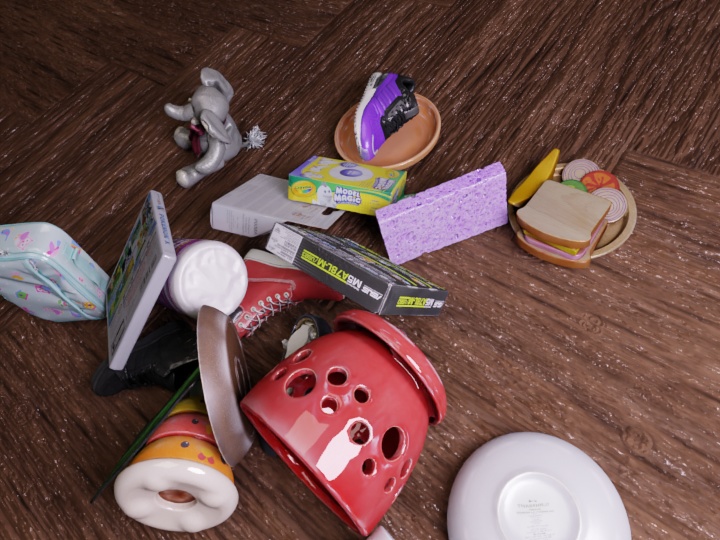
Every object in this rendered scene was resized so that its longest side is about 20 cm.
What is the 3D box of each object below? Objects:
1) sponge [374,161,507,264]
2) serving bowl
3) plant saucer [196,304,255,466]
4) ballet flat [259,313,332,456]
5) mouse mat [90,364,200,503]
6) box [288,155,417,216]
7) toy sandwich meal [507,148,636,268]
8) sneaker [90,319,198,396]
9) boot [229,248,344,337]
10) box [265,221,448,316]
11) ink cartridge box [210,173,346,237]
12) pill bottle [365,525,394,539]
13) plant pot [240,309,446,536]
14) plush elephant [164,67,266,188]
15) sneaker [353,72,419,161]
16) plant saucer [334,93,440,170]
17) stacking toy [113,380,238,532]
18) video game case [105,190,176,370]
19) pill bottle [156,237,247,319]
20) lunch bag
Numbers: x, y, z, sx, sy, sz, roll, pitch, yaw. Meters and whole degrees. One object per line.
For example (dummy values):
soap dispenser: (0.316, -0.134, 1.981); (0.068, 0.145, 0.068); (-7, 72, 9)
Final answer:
sponge: (0.125, -0.081, 0.790); (0.197, 0.112, 0.030); (-21, 52, 1)
serving bowl: (0.189, 0.269, 0.567); (0.196, 0.066, 0.203); (-7, 56, 10)
plant saucer: (-0.165, 0.140, 0.667); (0.032, 0.202, 0.202); (-13, 53, -7)
ballet flat: (-0.095, 0.147, 0.722); (0.072, 0.073, 0.202); (10, 60, 20)
mouse mat: (-0.256, 0.185, 0.677); (0.008, 0.161, 0.200); (42, 93, -10)
box: (-0.007, -0.137, 0.862); (0.197, 0.049, 0.118); (14, 30, 11)
toy sandwich meal: (0.309, -0.099, 0.780); (0.201, 0.071, 0.208); (-7, 55, 10)
sneaker: (-0.297, 0.145, 0.781); (0.199, 0.060, 0.104); (-35, 51, -13)
boot: (-0.123, 0.053, 0.794); (0.197, 0.073, 0.146); (10, 60, 29)
box: (0.000, 0.000, 0.726); (0.198, 0.192, 0.048); (29, 98, 28)
ink cartridge box: (-0.120, -0.099, 0.868); (0.197, 0.058, 0.163); (18, 31, 12)
pill bottle: (-0.015, 0.369, 0.523); (0.200, 0.114, 0.113); (-43, 57, -16)
plant pot: (-0.009, 0.164, 0.611); (0.199, 0.202, 0.182); (35, 64, 31)
plush elephant: (-0.296, -0.281, 1.007); (0.197, 0.156, 0.167); (-13, 54, 6)
sneaker: (0.052, -0.276, 0.922); (0.098, 0.070, 0.203); (6, 59, 16)
plant saucer: (0.051, -0.250, 0.970); (0.197, 0.038, 0.203); (-7, 56, 11)
stacking toy: (-0.221, 0.215, 0.689); (0.144, 0.148, 0.202); (-11, 39, 7)
video game case: (-0.329, 0.010, 0.775); (0.201, 0.022, 0.183); (-57, 39, 20)
pill bottle: (-0.262, 0.008, 0.799); (0.198, 0.113, 0.113); (6, 54, 51)
lunch bag: (-0.498, 0.009, 0.838); (0.157, 0.201, 0.078); (-1, 57, 12)
